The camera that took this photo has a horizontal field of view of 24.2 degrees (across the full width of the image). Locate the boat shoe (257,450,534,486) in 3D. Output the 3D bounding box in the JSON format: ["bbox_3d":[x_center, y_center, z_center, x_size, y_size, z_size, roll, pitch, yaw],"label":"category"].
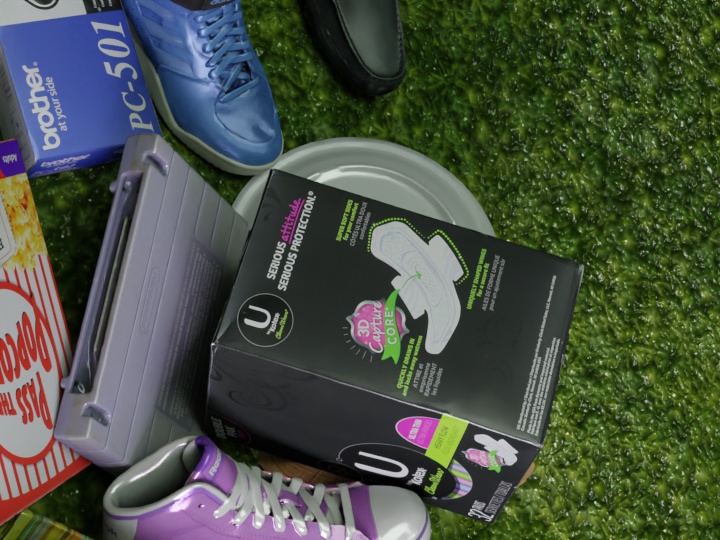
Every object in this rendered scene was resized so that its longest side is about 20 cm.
[{"bbox_3d":[0.021,0.110,1.141,0.198,0.071,0.070,8,51,-24],"label":"boat shoe"}]

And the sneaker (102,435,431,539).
[{"bbox_3d":[-0.055,0.144,0.999,0.198,0.115,0.073,-10,41,-7],"label":"sneaker"}]

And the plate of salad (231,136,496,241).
[{"bbox_3d":[0.000,0.000,1.158,0.197,0.048,0.202,4,64,-8],"label":"plate of salad"}]

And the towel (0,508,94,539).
[{"bbox_3d":[-0.138,0.210,0.995,0.199,0.086,0.018,30,27,-21],"label":"towel"}]

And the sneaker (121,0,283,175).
[{"bbox_3d":[-0.100,-0.163,1.120,0.076,0.111,0.201,-33,93,-35],"label":"sneaker"}]

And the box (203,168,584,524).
[{"bbox_3d":[0.015,0.050,1.026,0.198,0.149,0.125,18,63,1],"label":"box"}]

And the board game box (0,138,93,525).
[{"bbox_3d":[-0.221,0.035,0.947,0.151,0.046,0.202,-35,112,-71],"label":"board game box"}]

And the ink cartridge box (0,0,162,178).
[{"bbox_3d":[-0.205,-0.166,1.095,0.093,0.044,0.202,-14,83,-33],"label":"ink cartridge box"}]

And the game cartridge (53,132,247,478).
[{"bbox_3d":[-0.127,0.033,1.050,0.130,0.038,0.202,52,43,-56],"label":"game cartridge"}]

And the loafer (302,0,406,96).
[{"bbox_3d":[-0.009,-0.228,1.224,0.068,0.070,0.203,-13,82,-34],"label":"loafer"}]
